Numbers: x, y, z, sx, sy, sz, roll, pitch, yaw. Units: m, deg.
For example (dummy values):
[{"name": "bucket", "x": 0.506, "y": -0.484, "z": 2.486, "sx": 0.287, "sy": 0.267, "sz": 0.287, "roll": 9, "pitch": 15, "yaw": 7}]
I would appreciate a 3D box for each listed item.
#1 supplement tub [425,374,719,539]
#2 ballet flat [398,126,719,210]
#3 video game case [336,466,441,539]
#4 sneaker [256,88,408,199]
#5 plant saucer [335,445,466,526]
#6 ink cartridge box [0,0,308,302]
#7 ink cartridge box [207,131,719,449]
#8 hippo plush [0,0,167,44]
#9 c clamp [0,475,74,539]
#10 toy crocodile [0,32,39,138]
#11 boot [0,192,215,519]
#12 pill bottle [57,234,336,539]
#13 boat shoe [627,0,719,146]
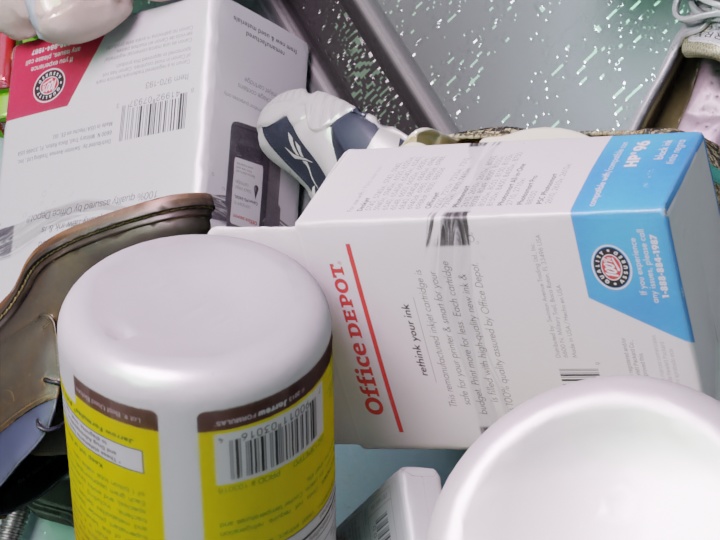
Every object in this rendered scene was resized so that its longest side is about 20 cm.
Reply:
[{"name": "supplement tub", "x": 0.110, "y": 0.136, "z": 0.991, "sx": 0.145, "sy": 0.200, "sz": 0.145, "roll": -5, "pitch": 69, "yaw": 12}, {"name": "ballet flat", "x": 0.063, "y": -0.038, "z": 1.107, "sx": 0.200, "sy": 0.075, "sz": 0.068, "roll": -4, "pitch": 69, "yaw": 33}, {"name": "video game case", "x": 0.001, "y": 0.210, "z": 1.081, "sx": 0.182, "sy": 0.023, "sz": 0.200, "roll": -47, "pitch": 44, "yaw": 51}, {"name": "sneaker", "x": 0.000, "y": 0.000, "z": 1.227, "sx": 0.199, "sy": 0.079, "sz": 0.130, "roll": 29, "pitch": 84, "yaw": 31}, {"name": "plant saucer", "x": -0.013, "y": 0.087, "z": 1.182, "sx": 0.200, "sy": 0.027, "sz": 0.200, "roll": 9, "pitch": 112, "yaw": 22}, {"name": "ink cartridge box", "x": -0.111, "y": -0.025, "z": 1.322, "sx": 0.145, "sy": 0.083, "sz": 0.200, "roll": -9, "pitch": 69, "yaw": 36}, {"name": "ink cartridge box", "x": 0.049, "y": 0.010, "z": 1.059, "sx": 0.200, "sy": 0.116, "sz": 0.068, "roll": -1, "pitch": 31, "yaw": 24}, {"name": "hippo plush", "x": -0.142, "y": -0.230, "z": 1.316, "sx": 0.159, "sy": 0.161, "sz": 0.200, "roll": -3, "pitch": 40, "yaw": 39}, {"name": "c clamp", "x": -0.179, "y": 0.174, "z": 1.338, "sx": 0.171, "sy": 0.027, "sz": 0.200, "roll": 0, "pitch": 71, "yaw": 46}, {"name": "toy crocodile", "x": -0.229, "y": -0.107, "z": 1.458, "sx": 0.200, "sy": 0.062, "sz": 0.068, "roll": -12, "pitch": 67, "yaw": 35}, {"name": "boot", "x": -0.131, "y": 0.041, "z": 1.224, "sx": 0.200, "sy": 0.075, "sz": 0.097, "roll": -32, "pitch": 70, "yaw": 34}, {"name": "pill bottle", "x": -0.064, "y": 0.093, "z": 1.054, "sx": 0.109, "sy": 0.109, "sz": 0.200, "roll": 35, "pitch": 138, "yaw": 40}, {"name": "boat shoe", "x": 0.156, "y": -0.070, "z": 1.139, "sx": 0.074, "sy": 0.065, "sz": 0.202, "roll": 29, "pitch": 92, "yaw": 40}]
